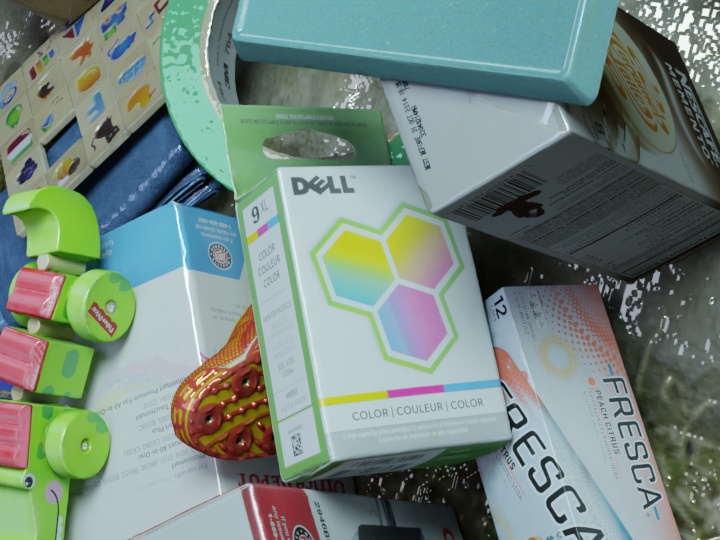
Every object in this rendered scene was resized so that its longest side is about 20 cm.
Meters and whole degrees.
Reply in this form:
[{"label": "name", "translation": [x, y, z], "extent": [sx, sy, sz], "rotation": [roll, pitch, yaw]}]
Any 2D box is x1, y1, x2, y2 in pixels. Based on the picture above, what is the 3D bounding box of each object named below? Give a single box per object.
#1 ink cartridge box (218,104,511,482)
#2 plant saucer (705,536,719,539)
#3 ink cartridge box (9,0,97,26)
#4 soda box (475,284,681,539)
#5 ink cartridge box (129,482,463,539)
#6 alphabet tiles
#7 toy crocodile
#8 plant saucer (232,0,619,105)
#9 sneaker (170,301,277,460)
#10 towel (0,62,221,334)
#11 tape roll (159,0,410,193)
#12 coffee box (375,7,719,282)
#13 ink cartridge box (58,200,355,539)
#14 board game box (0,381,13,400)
[{"label": "ink cartridge box", "translation": [0.000, 0.000, 0.836], "extent": [0.059, 0.103, 0.202], "rotation": [-33, 64, 56]}, {"label": "plant saucer", "translation": [0.176, 0.210, 0.746], "extent": [0.198, 0.035, 0.202], "rotation": [0, 98, 0]}, {"label": "ink cartridge box", "translation": [-0.177, -0.291, 1.107], "extent": [0.200, 0.075, 0.165], "rotation": [-36, 62, 20]}, {"label": "soda box", "translation": [0.107, 0.108, 0.834], "extent": [0.064, 0.068, 0.201], "rotation": [-41, 58, 49]}, {"label": "ink cartridge box", "translation": [-0.010, 0.193, 0.832], "extent": [0.083, 0.200, 0.145], "rotation": [-28, 67, 24]}, {"label": "alphabet tiles", "translation": [-0.164, -0.134, 1.077], "extent": [0.200, 0.008, 0.168], "rotation": [-41, 39, 14]}, {"label": "toy crocodile", "translation": [-0.173, 0.055, 0.899], "extent": [0.067, 0.062, 0.202], "rotation": [8, 88, 38]}, {"label": "plant saucer", "translation": [0.022, -0.119, 0.729], "extent": [0.199, 0.019, 0.070], "rotation": [13, 89, 36]}, {"label": "sneaker", "translation": [-0.037, 0.040, 0.898], "extent": [0.077, 0.200, 0.073], "rotation": [16, 123, 34]}, {"label": "towel", "translation": [-0.181, -0.039, 1.082], "extent": [0.200, 0.048, 0.112], "rotation": [-41, 51, 20]}, {"label": "tape roll", "translation": [-0.015, -0.126, 0.949], "extent": [0.199, 0.048, 0.202], "rotation": [-3, 80, 15]}, {"label": "coffee box", "translation": [0.098, -0.074, 0.801], "extent": [0.079, 0.199, 0.115], "rotation": [-30, 66, 27]}, {"label": "ink cartridge box", "translation": [-0.095, 0.083, 0.954], "extent": [0.125, 0.128, 0.201], "rotation": [-21, 70, 31]}, {"label": "board game box", "translation": [-0.327, 0.141, 1.090], "extent": [0.097, 0.159, 0.201], "rotation": [32, 100, 36]}]
